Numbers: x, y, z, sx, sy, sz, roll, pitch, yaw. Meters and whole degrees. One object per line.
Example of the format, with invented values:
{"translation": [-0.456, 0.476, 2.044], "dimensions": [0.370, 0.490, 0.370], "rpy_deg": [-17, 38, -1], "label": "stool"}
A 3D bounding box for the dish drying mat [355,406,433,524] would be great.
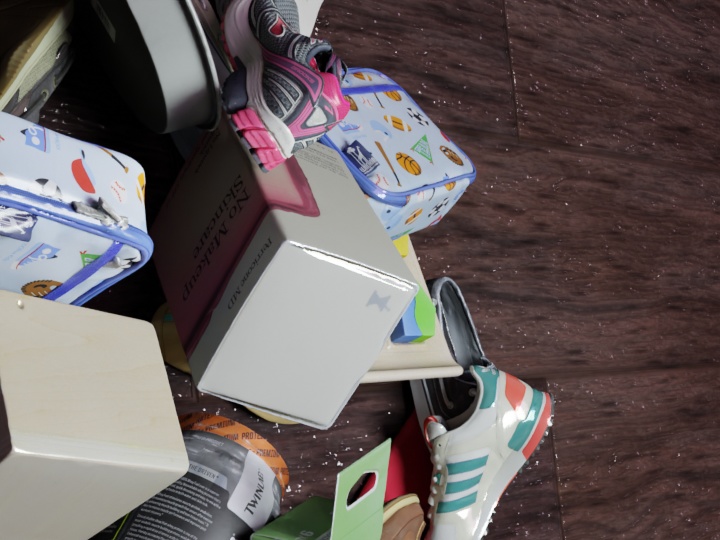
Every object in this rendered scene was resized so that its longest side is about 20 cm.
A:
{"translation": [0.057, 0.169, 1.308], "dimensions": [0.077, 0.018, 0.200], "rpy_deg": [58, 44, -21], "label": "dish drying mat"}

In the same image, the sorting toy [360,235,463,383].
{"translation": [0.000, 0.000, 1.206], "dimensions": [0.185, 0.036, 0.200], "rpy_deg": [1, 60, -52], "label": "sorting toy"}

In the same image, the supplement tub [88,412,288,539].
{"translation": [-0.131, 0.202, 0.985], "dimensions": [0.123, 0.123, 0.200], "rpy_deg": [53, 46, -30], "label": "supplement tub"}

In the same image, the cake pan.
{"translation": [-0.160, -0.180, 0.998], "dimensions": [0.037, 0.200, 0.200], "rpy_deg": [-29, 107, -16], "label": "cake pan"}

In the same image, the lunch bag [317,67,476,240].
{"translation": [-0.003, -0.102, 1.202], "dimensions": [0.160, 0.076, 0.200], "rpy_deg": [50, 28, 15], "label": "lunch bag"}

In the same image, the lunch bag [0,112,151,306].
{"translation": [-0.222, -0.013, 0.847], "dimensions": [0.160, 0.200, 0.076], "rpy_deg": [21, 50, -45], "label": "lunch bag"}

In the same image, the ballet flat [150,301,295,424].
{"translation": [-0.076, 0.075, 1.128], "dimensions": [0.200, 0.063, 0.069], "rpy_deg": [26, 64, -45], "label": "ballet flat"}

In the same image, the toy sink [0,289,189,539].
{"translation": [-0.224, 0.108, 0.867], "dimensions": [0.130, 0.200, 0.112], "rpy_deg": [16, 47, -48], "label": "toy sink"}

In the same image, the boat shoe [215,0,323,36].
{"translation": [-0.079, -0.220, 1.166], "dimensions": [0.200, 0.068, 0.072], "rpy_deg": [-74, 148, -47], "label": "boat shoe"}

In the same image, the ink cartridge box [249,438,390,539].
{"translation": [-0.033, 0.216, 0.989], "dimensions": [0.104, 0.059, 0.200], "rpy_deg": [-16, 115, -67], "label": "ink cartridge box"}

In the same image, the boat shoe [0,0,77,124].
{"translation": [-0.242, -0.110, 0.958], "dimensions": [0.201, 0.072, 0.066], "rpy_deg": [-63, 148, -35], "label": "boat shoe"}

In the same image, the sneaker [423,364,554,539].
{"translation": [0.081, 0.172, 1.253], "dimensions": [0.093, 0.070, 0.200], "rpy_deg": [31, 95, -6], "label": "sneaker"}

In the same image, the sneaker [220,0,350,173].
{"translation": [-0.047, -0.140, 1.011], "dimensions": [0.081, 0.075, 0.200], "rpy_deg": [57, 14, -35], "label": "sneaker"}

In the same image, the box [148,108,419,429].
{"translation": [-0.062, -0.006, 1.022], "dimensions": [0.109, 0.128, 0.200], "rpy_deg": [20, 23, -29], "label": "box"}

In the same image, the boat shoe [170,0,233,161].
{"translation": [-0.121, -0.155, 1.121], "dimensions": [0.062, 0.072, 0.200], "rpy_deg": [-41, 112, -51], "label": "boat shoe"}

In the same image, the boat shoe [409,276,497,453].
{"translation": [0.092, 0.102, 1.300], "dimensions": [0.072, 0.068, 0.200], "rpy_deg": [-15, 87, -47], "label": "boat shoe"}

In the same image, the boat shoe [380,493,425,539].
{"translation": [0.008, 0.229, 1.140], "dimensions": [0.068, 0.072, 0.200], "rpy_deg": [59, 19, 5], "label": "boat shoe"}
